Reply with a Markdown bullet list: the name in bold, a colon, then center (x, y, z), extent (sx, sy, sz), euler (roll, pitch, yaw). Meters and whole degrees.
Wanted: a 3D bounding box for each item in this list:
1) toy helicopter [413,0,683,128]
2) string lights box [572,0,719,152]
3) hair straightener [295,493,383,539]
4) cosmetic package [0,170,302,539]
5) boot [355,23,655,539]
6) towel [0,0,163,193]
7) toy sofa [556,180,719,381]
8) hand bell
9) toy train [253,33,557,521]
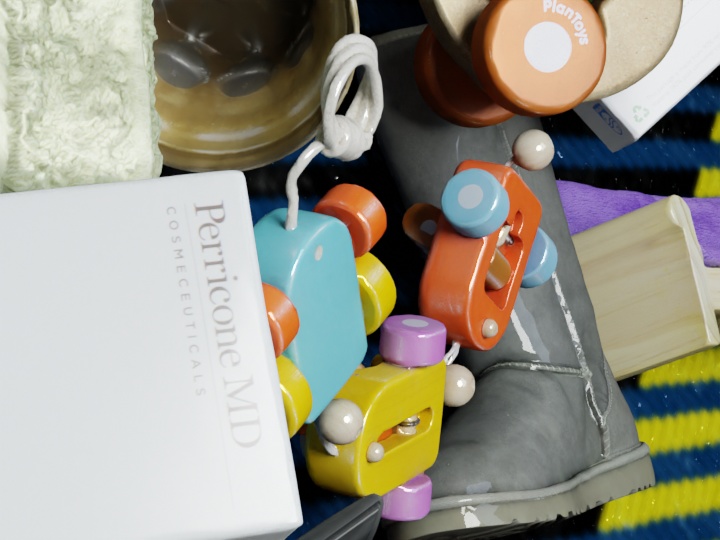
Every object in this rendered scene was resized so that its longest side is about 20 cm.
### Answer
- **toy helicopter**: center (0.053, -0.156, 0.846), extent (0.132, 0.079, 0.200), euler (-34, 99, -15)
- **string lights box**: center (0.074, -0.155, 0.920), extent (0.200, 0.103, 0.059), euler (48, -4, 0)
- **hair straightener**: center (-0.059, 0.112, 0.704), extent (0.077, 0.041, 0.200), euler (39, 41, 27)
- **cosmetic package**: center (-0.125, 0.039, 0.619), extent (0.200, 0.071, 0.101), euler (-7, 76, -15)
- **boot**: center (0.041, 0.002, 0.908), extent (0.182, 0.073, 0.200), euler (-9, 86, -63)
- **towel**: center (-0.126, -0.110, 0.667), extent (0.148, 0.036, 0.200), euler (3, 79, -27)
- **toy sofa**: center (0.165, -0.001, 1.042), extent (0.200, 0.083, 0.098), euler (3, 72, -48)
- **hand bell**: center (-0.031, -0.122, 0.819), extent (0.104, 0.104, 0.200), euler (55, 25, -16)
- **toy train**: center (0.000, 0.000, 0.781), extent (0.200, 0.056, 0.150), euler (34, 70, -61)
